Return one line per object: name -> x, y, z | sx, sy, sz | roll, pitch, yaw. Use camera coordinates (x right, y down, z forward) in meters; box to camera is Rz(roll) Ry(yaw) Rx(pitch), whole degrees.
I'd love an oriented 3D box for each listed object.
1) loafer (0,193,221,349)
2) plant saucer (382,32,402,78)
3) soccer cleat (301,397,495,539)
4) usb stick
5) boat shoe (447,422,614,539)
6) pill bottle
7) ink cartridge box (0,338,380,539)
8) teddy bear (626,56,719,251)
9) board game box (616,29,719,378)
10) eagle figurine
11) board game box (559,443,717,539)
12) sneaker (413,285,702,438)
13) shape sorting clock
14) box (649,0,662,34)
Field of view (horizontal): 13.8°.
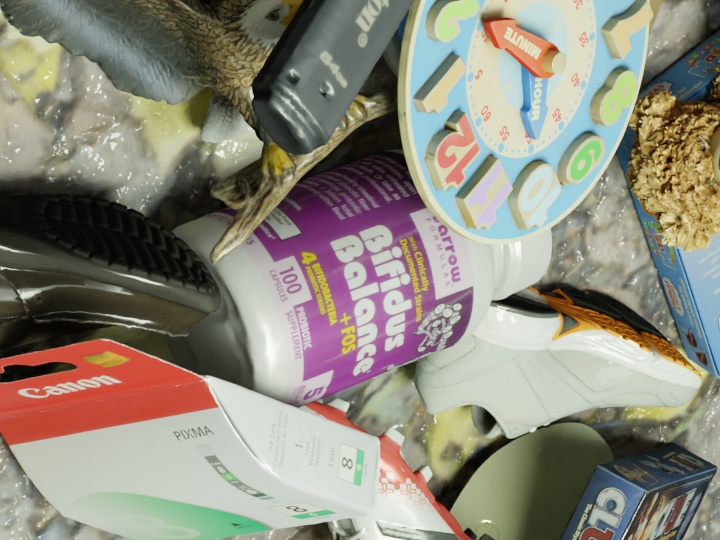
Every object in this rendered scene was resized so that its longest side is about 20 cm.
loafer -> -0.168, 0.003, 1.467 | 0.200, 0.073, 0.071 | 12, 116, -20
plant saucer -> 0.060, -0.183, 1.531 | 0.200, 0.050, 0.201 | -21, 120, -41
soccer cleat -> 0.010, 0.149, 1.666 | 0.200, 0.069, 0.085 | 46, 72, -23
usb stick -> 0.009, -0.145, 1.414 | 0.200, 0.033, 0.055 | -59, 142, -22
boat shoe -> 0.074, 0.168, 1.768 | 0.201, 0.074, 0.063 | -46, 177, -24
pill bottle -> 0.000, 0.000, 1.580 | 0.200, 0.112, 0.113 | -21, 125, -29
ink cartridge box -> -0.114, 0.091, 1.509 | 0.200, 0.161, 0.050 | 21, 65, -45
teddy bear -> 0.248, -0.077, 1.718 | 0.200, 0.067, 0.145 | 2, 108, -39
board game box -> 0.237, -0.054, 1.792 | 0.151, 0.037, 0.200 | -37, 130, -17
eagle figurine -> -0.072, -0.134, 1.463 | 0.200, 0.151, 0.152 | 52, 31, -13
board game box -> 0.152, 0.176, 1.785 | 0.136, 0.035, 0.200 | -65, 163, 9
sneaker -> 0.110, 0.060, 1.737 | 0.200, 0.076, 0.092 | 16, 110, -35
shape sorting clock -> 0.089, -0.110, 1.524 | 0.200, 0.039, 0.201 | -21, 121, -40
box -> 0.125, -0.214, 1.625 | 0.163, 0.021, 0.200 | 9, 108, -40
